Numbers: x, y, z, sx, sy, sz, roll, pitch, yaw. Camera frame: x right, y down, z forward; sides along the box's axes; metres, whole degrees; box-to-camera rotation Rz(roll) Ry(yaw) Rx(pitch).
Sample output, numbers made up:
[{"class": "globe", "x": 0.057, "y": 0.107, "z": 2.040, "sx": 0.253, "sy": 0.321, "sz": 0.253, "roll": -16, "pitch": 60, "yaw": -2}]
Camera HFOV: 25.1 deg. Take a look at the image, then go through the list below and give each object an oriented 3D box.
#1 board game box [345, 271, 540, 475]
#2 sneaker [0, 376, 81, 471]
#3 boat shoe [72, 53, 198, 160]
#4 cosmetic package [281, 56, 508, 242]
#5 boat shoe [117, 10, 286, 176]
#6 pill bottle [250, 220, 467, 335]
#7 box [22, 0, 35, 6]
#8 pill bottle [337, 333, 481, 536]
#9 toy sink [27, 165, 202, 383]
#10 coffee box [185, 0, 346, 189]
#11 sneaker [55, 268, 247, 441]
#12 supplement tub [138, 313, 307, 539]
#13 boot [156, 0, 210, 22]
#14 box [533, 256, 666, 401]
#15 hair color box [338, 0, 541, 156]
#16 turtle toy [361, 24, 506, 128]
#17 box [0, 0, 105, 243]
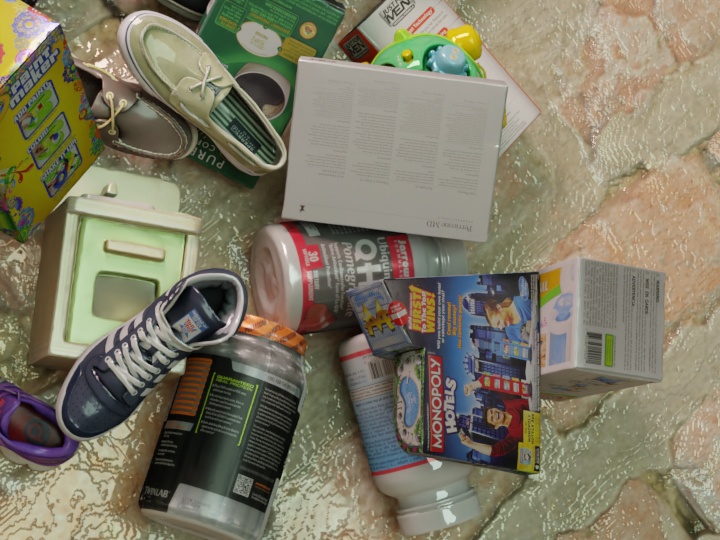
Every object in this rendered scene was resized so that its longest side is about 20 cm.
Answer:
[{"class": "board game box", "x": 0.078, "y": 0.083, "z": 1.518, "sx": 0.199, "sy": 0.061, "sz": 0.202, "roll": 14, "pitch": 69, "yaw": -35}, {"class": "sneaker", "x": -0.340, "y": 0.115, "z": 1.453, "sx": 0.199, "sy": 0.083, "sz": 0.081, "roll": 23, "pitch": 73, "yaw": -16}, {"class": "boat shoe", "x": -0.249, "y": -0.158, "z": 1.523, "sx": 0.199, "sy": 0.060, "sz": 0.072, "roll": 29, "pitch": 106, "yaw": -3}, {"class": "cosmetic package", "x": 0.031, "y": -0.115, "z": 1.529, "sx": 0.198, "sy": 0.052, "sz": 0.152, "roll": 7, "pitch": 101, "yaw": -1}, {"class": "boat shoe", "x": -0.140, "y": -0.167, "z": 1.502, "sx": 0.200, "sy": 0.062, "sz": 0.072, "roll": 42, "pitch": 74, "yaw": -22}, {"class": "pill bottle", "x": 0.000, "y": 0.000, "z": 1.593, "sx": 0.198, "sy": 0.111, "sz": 0.112, "roll": -7, "pitch": 83, "yaw": -23}, {"class": "box", "x": -0.325, "y": -0.349, "z": 1.521, "sx": 0.132, "sy": 0.115, "sz": 0.201, "roll": 29, "pitch": 72, "yaw": -14}, {"class": "pill bottle", "x": 0.053, "y": 0.152, "z": 1.590, "sx": 0.108, "sy": 0.109, "sz": 0.202, "roll": -14, "pitch": 86, "yaw": -23}, {"class": "toy sink", "x": -0.225, "y": -0.006, "z": 1.504, "sx": 0.129, "sy": 0.112, "sz": 0.202, "roll": 11, "pitch": 77, "yaw": -20}, {"class": "coffee box", "x": -0.113, "y": -0.192, "z": 1.564, "sx": 0.122, "sy": 0.044, "sz": 0.201, "roll": 23, "pitch": 108, "yaw": -16}, {"class": "sneaker", "x": -0.178, "y": 0.069, "z": 1.398, "sx": 0.200, "sy": 0.108, "sz": 0.070, "roll": -44, "pitch": 101, "yaw": -19}, {"class": "supplement tub", "x": -0.123, "y": 0.148, "z": 1.512, "sx": 0.122, "sy": 0.122, "sz": 0.202, "roll": 22, "pitch": 74, "yaw": -17}, {"class": "boot", "x": -0.101, "y": -0.309, "z": 1.578, "sx": 0.202, "sy": 0.154, "sz": 0.074, "roll": 12, "pitch": 48, "yaw": -23}, {"class": "box", "x": 0.208, "y": 0.063, "z": 1.617, "sx": 0.101, "sy": 0.200, "sz": 0.114, "roll": 9, "pitch": 76, "yaw": -22}, {"class": "hair color box", "x": 0.084, "y": -0.201, "z": 1.689, "sx": 0.102, "sy": 0.061, "sz": 0.200, "roll": -45, "pitch": 99, "yaw": -21}, {"class": "turtle toy", "x": 0.073, "y": -0.144, "z": 1.599, "sx": 0.145, "sy": 0.101, "sz": 0.201, "roll": -20, "pitch": 102, "yaw": 7}, {"class": "box", "x": -0.350, "y": -0.159, "z": 1.397, "sx": 0.199, "sy": 0.193, "sz": 0.122, "roll": 31, "pitch": 68, "yaw": 18}]
